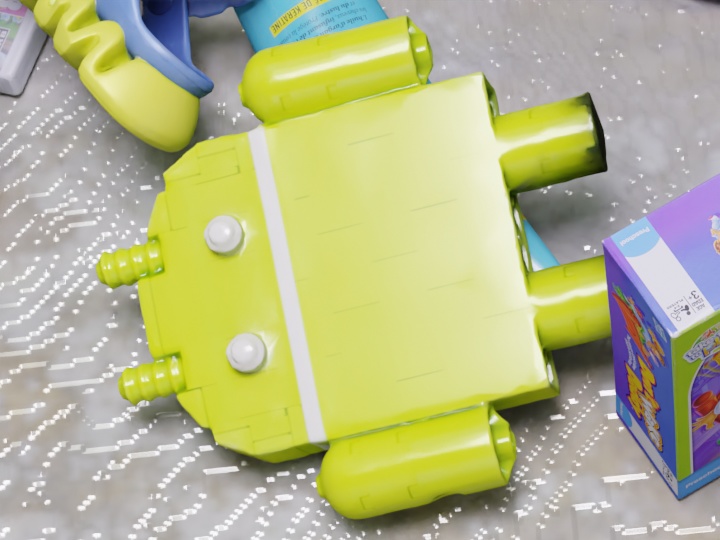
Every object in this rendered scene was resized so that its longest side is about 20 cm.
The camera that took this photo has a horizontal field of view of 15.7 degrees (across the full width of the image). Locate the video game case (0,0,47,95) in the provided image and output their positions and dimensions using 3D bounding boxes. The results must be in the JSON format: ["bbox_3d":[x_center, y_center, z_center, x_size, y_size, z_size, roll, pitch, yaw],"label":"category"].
[{"bbox_3d":[-0.212,-0.159,1.129,0.199,0.018,0.144,14,66,15],"label":"video game case"}]

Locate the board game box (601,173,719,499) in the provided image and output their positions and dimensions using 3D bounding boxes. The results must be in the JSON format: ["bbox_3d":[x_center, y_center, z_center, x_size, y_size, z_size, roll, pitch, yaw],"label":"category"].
[{"bbox_3d":[0.183,-0.011,0.931,0.199,0.135,0.045,-30,62,-8],"label":"board game box"}]

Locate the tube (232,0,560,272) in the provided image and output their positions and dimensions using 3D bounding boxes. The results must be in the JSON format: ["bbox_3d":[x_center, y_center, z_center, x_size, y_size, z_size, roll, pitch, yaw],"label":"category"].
[{"bbox_3d":[0.013,-0.043,1.025,0.077,0.050,0.201,-33,67,7],"label":"tube"}]

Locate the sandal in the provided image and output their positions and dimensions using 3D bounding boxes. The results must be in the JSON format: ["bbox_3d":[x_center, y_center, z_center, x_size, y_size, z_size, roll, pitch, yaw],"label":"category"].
[{"bbox_3d":[-0.108,-0.140,1.044,0.087,0.079,0.200,-44,72,6],"label":"sandal"}]

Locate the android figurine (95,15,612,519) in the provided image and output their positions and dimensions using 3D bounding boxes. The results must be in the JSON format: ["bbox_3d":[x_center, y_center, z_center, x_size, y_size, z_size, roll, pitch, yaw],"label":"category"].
[{"bbox_3d":[0.000,0.000,0.978,0.199,0.041,0.183,-12,79,9],"label":"android figurine"}]
